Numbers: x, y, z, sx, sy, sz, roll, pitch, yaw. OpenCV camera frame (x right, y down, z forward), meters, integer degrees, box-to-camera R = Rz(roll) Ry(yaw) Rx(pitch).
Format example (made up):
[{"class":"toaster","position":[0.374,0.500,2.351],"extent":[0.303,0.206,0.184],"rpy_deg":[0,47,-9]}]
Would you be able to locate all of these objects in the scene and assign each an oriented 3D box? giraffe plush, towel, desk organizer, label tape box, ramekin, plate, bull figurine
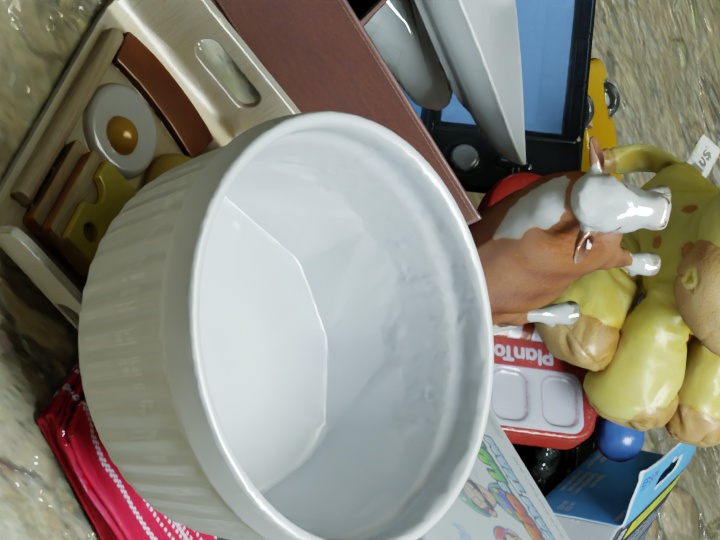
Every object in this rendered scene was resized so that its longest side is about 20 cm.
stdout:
[{"class":"giraffe plush","position":[0.223,0.003,1.109],"extent":[0.171,0.162,0.202],"rpy_deg":[18,81,-21]},{"class":"towel","position":[-0.092,0.072,0.967],"extent":[0.201,0.022,0.146],"rpy_deg":[-60,137,-47]},{"class":"desk organizer","position":[0.000,-0.111,1.051],"extent":[0.201,0.077,0.072],"rpy_deg":[57,36,-14]},{"class":"label tape box","position":[0.151,0.182,1.252],"extent":[0.143,0.066,0.201],"rpy_deg":[-26,143,-59]},{"class":"ramekin","position":[-0.039,0.033,0.849],"extent":[0.199,0.104,0.203],"rpy_deg":[10,76,-47]},{"class":"plate","position":[0.054,-0.191,1.103],"extent":[0.201,0.032,0.201],"rpy_deg":[-88,157,-51]},{"class":"bull figurine","position":[0.110,-0.014,1.049],"extent":[0.121,0.199,0.066],"rpy_deg":[8,65,-43]}]

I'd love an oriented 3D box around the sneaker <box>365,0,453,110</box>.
[{"class":"sneaker","position":[0.002,-0.181,1.119],"extent":[0.077,0.080,0.201],"rpy_deg":[-86,154,-55]}]

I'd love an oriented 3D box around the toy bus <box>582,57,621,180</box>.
[{"class":"toy bus","position":[0.161,-0.056,1.396],"extent":[0.065,0.078,0.202],"rpy_deg":[-24,107,-59]}]

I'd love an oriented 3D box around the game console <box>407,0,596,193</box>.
[{"class":"game console","position":[0.073,-0.166,1.219],"extent":[0.119,0.169,0.202],"rpy_deg":[86,11,-68]}]

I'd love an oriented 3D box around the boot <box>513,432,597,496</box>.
[{"class":"boot","position":[0.126,0.071,1.310],"extent":[0.157,0.079,0.214],"rpy_deg":[-5,91,-62]}]

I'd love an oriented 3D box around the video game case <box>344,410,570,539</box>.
[{"class":"video game case","position":[0.046,0.108,0.996],"extent":[0.181,0.024,0.201],"rpy_deg":[28,24,-47]}]

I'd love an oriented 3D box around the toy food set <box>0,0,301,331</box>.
[{"class":"toy food set","position":[-0.093,-0.039,0.912],"extent":[0.144,0.060,0.201],"rpy_deg":[50,43,-30]}]

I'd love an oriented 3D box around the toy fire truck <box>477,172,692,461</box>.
[{"class":"toy fire truck","position":[0.132,0.041,1.209],"extent":[0.198,0.112,0.170],"rpy_deg":[10,66,-18]}]
